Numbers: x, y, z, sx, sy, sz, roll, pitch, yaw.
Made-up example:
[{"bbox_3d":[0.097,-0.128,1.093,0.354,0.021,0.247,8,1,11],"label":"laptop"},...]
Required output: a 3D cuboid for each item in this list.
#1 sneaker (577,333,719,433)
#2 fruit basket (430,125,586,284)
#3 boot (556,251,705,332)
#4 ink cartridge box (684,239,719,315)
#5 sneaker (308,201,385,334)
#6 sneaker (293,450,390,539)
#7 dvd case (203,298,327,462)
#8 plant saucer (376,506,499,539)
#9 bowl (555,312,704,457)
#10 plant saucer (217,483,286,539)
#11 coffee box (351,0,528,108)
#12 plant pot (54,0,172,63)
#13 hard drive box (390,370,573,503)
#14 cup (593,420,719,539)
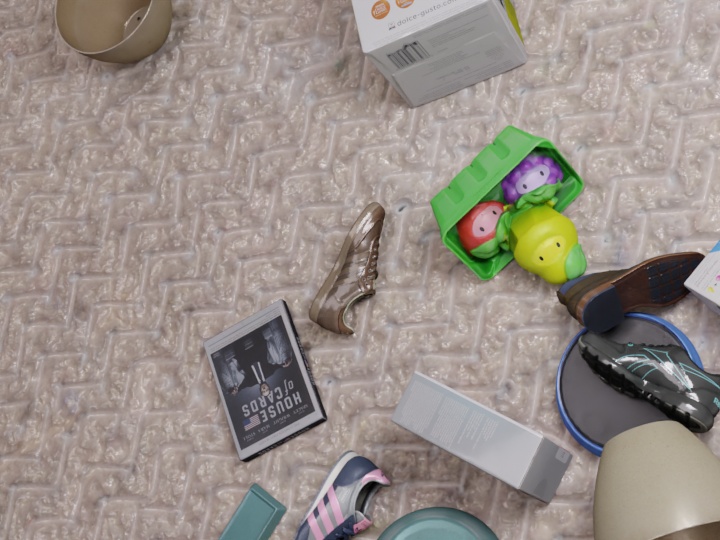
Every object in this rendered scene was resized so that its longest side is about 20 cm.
[{"bbox_3d":[0.371,0.128,1.576,0.199,0.076,0.080,31,75,22],"label":"sneaker"},{"bbox_3d":[0.222,-0.069,1.705,0.214,0.155,0.218,-20,52,28],"label":"fruit basket"},{"bbox_3d":[0.357,0.012,1.646,0.198,0.075,0.097,-21,22,-15],"label":"boot"},{"bbox_3d":[0.505,0.021,1.525,0.115,0.068,0.200,-52,25,3],"label":"ink cartridge box"},{"bbox_3d":[0.000,0.000,1.832,0.075,0.070,0.201,28,91,9],"label":"sneaker"},{"bbox_3d":[-0.032,0.355,1.724,0.082,0.070,0.201,24,83,30],"label":"sneaker"},{"bbox_3d":[-0.145,0.165,1.862,0.149,0.025,0.202,-29,64,15],"label":"dvd case"},{"bbox_3d":[0.098,0.402,1.637,0.198,0.036,0.202,-6,57,9],"label":"plant saucer"},{"bbox_3d":[0.351,0.151,1.631,0.199,0.039,0.203,-7,72,22],"label":"bowl"},{"bbox_3d":[-0.187,0.413,1.811,0.070,0.019,0.201,32,90,29],"label":"plant saucer"},{"bbox_3d":[0.108,-0.394,1.812,0.198,0.200,0.200,-19,67,18],"label":"coffee box"},{"bbox_3d":[-0.395,-0.432,2.090,0.198,0.134,0.203,-7,73,23],"label":"plant pot"},{"bbox_3d":[0.161,0.221,1.631,0.199,0.156,0.077,26,85,27],"label":"hard drive box"},{"bbox_3d":[0.364,0.268,1.503,0.199,0.200,0.145,-23,63,17],"label":"cup"}]
